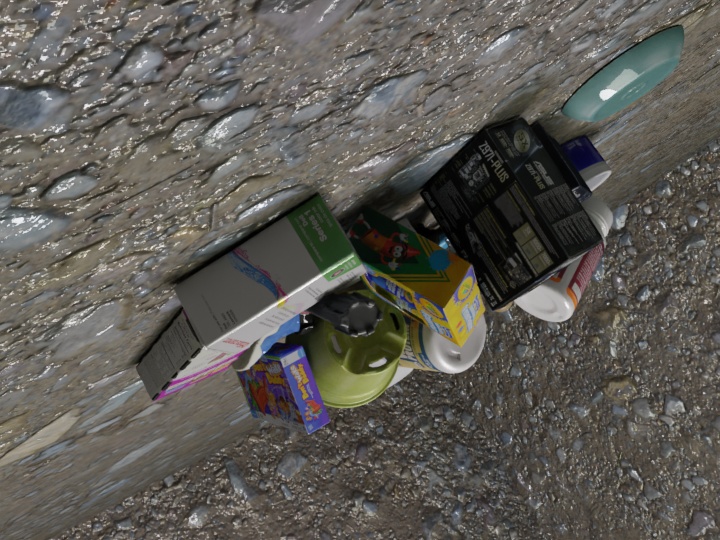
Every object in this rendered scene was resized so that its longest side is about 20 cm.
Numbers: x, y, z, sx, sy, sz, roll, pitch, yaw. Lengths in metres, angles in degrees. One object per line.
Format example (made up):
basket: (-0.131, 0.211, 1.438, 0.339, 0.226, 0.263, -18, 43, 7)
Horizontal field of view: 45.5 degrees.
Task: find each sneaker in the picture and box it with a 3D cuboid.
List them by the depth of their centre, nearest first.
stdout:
sneaker: (-0.132, 0.089, 1.325, 0.111, 0.077, 0.200, -13, 155, -34)
sneaker: (0.102, -0.037, 1.393, 0.073, 0.082, 0.200, -27, 172, -15)

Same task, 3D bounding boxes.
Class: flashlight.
flashlight: (-0.040, 0.041, 1.135, 0.068, 0.068, 0.200, -52, -149, -13)

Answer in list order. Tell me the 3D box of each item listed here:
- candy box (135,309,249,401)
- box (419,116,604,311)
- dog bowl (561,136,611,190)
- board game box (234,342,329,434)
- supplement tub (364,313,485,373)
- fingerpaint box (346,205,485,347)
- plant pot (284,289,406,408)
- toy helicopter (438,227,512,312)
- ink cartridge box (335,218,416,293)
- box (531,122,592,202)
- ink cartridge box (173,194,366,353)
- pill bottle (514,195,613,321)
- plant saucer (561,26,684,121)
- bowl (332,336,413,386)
candy box: (-0.212, 0.098, 1.183, 0.136, 0.061, 0.200, -22, 167, -41)
box: (0.199, -0.074, 1.158, 0.086, 0.201, 0.164, -22, 166, -39)
dog bowl: (0.352, -0.156, 1.568, 0.199, 0.079, 0.200, -30, 170, -6)
board game box: (-0.139, 0.187, 1.419, 0.045, 0.135, 0.200, -26, -167, -30)
supplement tub: (0.109, 0.105, 1.541, 0.144, 0.145, 0.199, -23, -166, -38)
fingerpaint box: (0.076, 0.014, 1.172, 0.074, 0.166, 0.200, -56, 159, -9)
plant pot: (-0.011, 0.111, 1.369, 0.200, 0.201, 0.184, -28, 174, -17)
toy helicopter: (0.194, -0.009, 1.481, 0.132, 0.201, 0.079, -32, 151, 7)
ink cartridge box: (0.000, 0.000, 1.379, 0.162, 0.057, 0.200, -29, 165, -16)
box: (0.238, -0.114, 1.331, 0.200, 0.118, 0.197, -36, 169, 18)
ink cartridge box: (-0.102, 0.010, 1.015, 0.199, 0.084, 0.145, -32, 170, 1)
pill bottle: (0.337, -0.026, 1.425, 0.200, 0.114, 0.114, -57, -179, -24)
plant saucer: (0.384, -0.271, 1.233, 0.199, 0.036, 0.200, -30, 169, -6)
bowl: (-0.001, 0.139, 1.672, 0.199, 0.200, 0.075, -24, 149, -37)
